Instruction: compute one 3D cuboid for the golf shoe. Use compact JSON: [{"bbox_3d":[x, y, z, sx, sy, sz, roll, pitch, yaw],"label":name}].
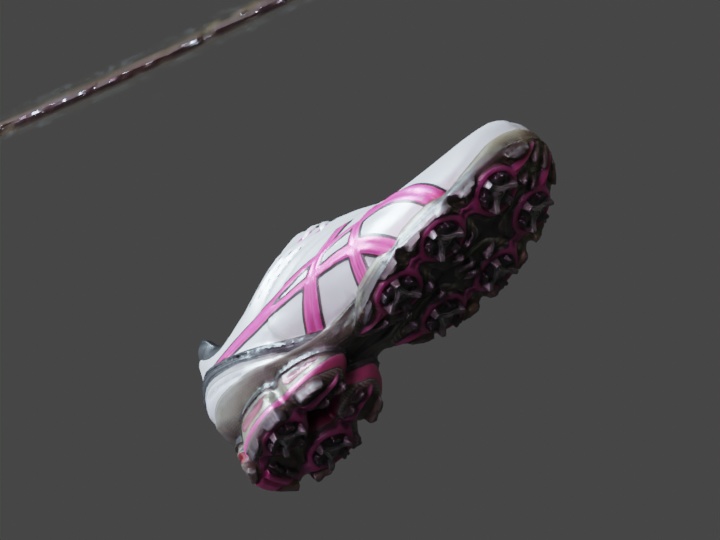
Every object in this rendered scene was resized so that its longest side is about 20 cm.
[{"bbox_3d":[0.000,0.000,1.330,0.200,0.073,0.092,-46,52,13],"label":"golf shoe"}]
